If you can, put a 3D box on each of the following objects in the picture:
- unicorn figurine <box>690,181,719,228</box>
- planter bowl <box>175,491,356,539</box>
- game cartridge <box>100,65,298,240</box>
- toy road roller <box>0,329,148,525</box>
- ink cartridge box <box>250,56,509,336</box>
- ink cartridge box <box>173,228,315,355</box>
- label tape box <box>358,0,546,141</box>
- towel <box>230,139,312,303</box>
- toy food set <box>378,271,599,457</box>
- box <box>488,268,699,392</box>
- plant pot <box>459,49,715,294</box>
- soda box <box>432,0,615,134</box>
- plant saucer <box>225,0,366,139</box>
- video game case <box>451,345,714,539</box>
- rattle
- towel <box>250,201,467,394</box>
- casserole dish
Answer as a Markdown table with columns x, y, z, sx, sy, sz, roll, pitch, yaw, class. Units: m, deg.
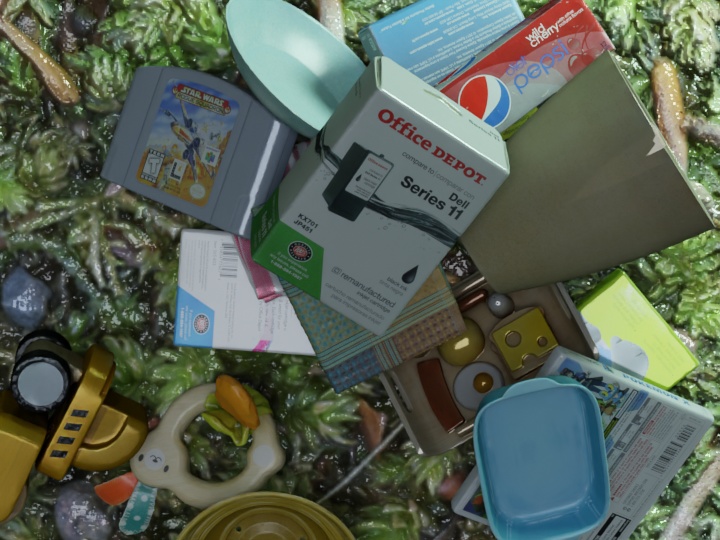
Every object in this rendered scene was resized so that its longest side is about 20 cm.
| x | y | z | sx | sy | sz | roll | pitch | yaw | class |
| --- | --- | --- | --- | --- | --- | --- | --- | --- | --- |
| 0.249 | -0.064 | 1.732 | 0.200 | 0.074 | 0.137 | 45 | 85 | 3 | unicorn figurine |
| -0.093 | 0.294 | 1.773 | 0.200 | 0.083 | 0.201 | -1 | 107 | -2 | planter bowl |
| -0.155 | -0.121 | 1.714 | 0.200 | 0.042 | 0.133 | 22 | 100 | 34 | game cartridge |
| -0.296 | 0.166 | 1.761 | 0.146 | 0.123 | 0.200 | 27 | 96 | -12 | toy road roller |
| 0.017 | -0.065 | 1.585 | 0.146 | 0.083 | 0.200 | 31 | 112 | -15 | ink cartridge box |
| -0.077 | 0.022 | 1.757 | 0.200 | 0.068 | 0.115 | 4 | 92 | 2 | ink cartridge box |
| 0.106 | -0.171 | 1.721 | 0.143 | 0.066 | 0.200 | -27 | 96 | -10 | label tape box |
| -0.028 | -0.064 | 1.721 | 0.200 | 0.030 | 0.147 | -19 | 69 | -8 | towel |
| 0.113 | 0.070 | 1.732 | 0.200 | 0.060 | 0.144 | -31 | 70 | 9 | toy food set |
| 0.217 | 0.107 | 1.766 | 0.200 | 0.048 | 0.122 | -40 | 90 | 6 | box |
| 0.187 | -0.069 | 1.633 | 0.200 | 0.187 | 0.188 | -31 | 94 | 11 | plant pot |
| 0.132 | -0.174 | 1.661 | 0.200 | 0.063 | 0.070 | -37 | 98 | -10 | soda box |
| -0.055 | -0.176 | 1.685 | 0.201 | 0.201 | 0.039 | 43 | 118 | -2 | plant saucer |
| 0.213 | 0.184 | 1.734 | 0.182 | 0.022 | 0.200 | 23 | 114 | -21 | video game case |
| -0.181 | 0.184 | 1.744 | 0.200 | 0.143 | 0.130 | -19 | 92 | 4 | rattle |
| 0.000 | 0.000 | 1.678 | 0.146 | 0.022 | 0.200 | -25 | 109 | -1 | towel |
| 0.167 | 0.175 | 1.686 | 0.121 | 0.039 | 0.200 | -13 | 121 | -2 | casserole dish |
